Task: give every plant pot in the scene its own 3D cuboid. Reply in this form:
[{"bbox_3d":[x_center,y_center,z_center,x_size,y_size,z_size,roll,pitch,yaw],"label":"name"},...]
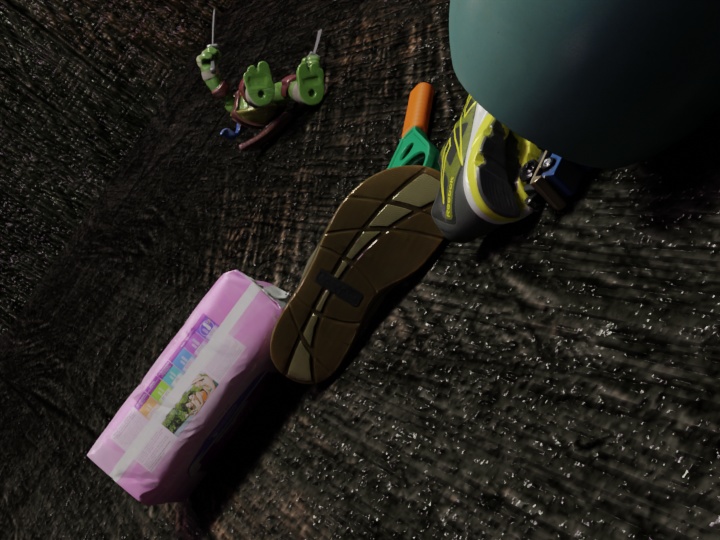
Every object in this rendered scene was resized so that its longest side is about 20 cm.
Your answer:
[{"bbox_3d":[0.143,-0.158,0.811,0.161,0.200,0.201,-60,13,30],"label":"plant pot"}]

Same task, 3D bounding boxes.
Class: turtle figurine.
[{"bbox_3d":[-0.121,-0.256,1.760,0.200,0.144,0.194,-60,22,-6],"label":"turtle figurine"}]

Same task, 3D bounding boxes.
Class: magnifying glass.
[{"bbox_3d":[0.046,-0.106,1.247,0.080,0.022,0.200,-44,22,33],"label":"magnifying glass"}]

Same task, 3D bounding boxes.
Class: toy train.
[{"bbox_3d":[0.161,-0.121,0.951,0.046,0.034,0.200,-3,52,53],"label":"toy train"}]

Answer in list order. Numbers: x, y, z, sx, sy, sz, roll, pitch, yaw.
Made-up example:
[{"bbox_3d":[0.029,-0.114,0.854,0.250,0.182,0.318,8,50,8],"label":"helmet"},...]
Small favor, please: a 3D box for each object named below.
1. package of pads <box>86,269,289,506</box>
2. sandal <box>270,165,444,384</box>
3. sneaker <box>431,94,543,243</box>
[{"bbox_3d":[-0.128,0.097,1.175,0.200,0.076,0.120,-54,-14,2],"label":"package of pads"},{"bbox_3d":[0.000,0.000,1.102,0.200,0.080,0.054,-55,-5,13],"label":"sandal"},{"bbox_3d":[0.093,-0.104,1.022,0.085,0.074,0.200,-36,25,46],"label":"sneaker"}]
